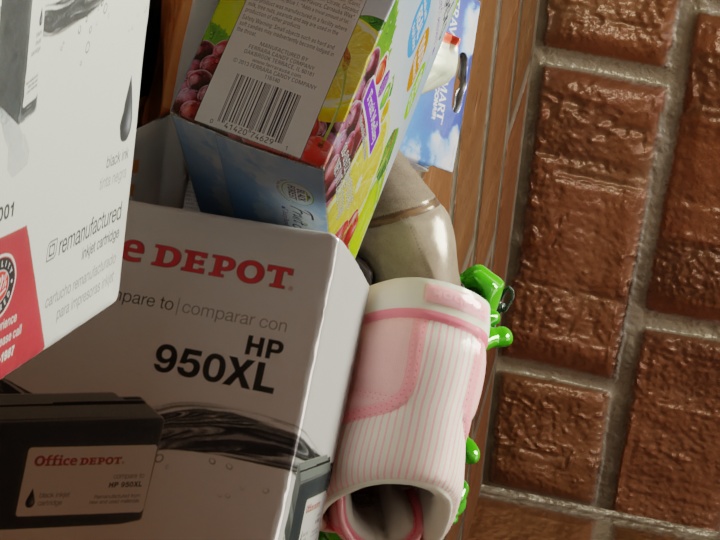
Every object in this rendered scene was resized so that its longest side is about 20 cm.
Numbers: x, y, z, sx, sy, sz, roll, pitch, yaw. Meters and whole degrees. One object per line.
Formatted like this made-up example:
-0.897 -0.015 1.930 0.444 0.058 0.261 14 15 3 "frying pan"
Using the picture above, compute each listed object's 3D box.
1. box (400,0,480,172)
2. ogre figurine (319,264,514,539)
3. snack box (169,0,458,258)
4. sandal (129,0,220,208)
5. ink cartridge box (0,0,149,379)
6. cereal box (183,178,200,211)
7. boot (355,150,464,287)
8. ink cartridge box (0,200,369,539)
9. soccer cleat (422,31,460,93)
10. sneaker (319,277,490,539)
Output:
0.000 -0.134 1.068 0.200 0.048 0.122 13 87 -58 "box"
0.021 0.088 0.952 0.200 0.098 0.120 -85 -164 -47 "ogre figurine"
-0.003 -0.109 0.714 0.169 0.067 0.200 87 23 -74 "snack box"
-0.095 -0.084 0.715 0.207 0.059 0.079 109 -19 -52 "sandal"
-0.120 -0.077 0.500 0.144 0.083 0.201 -46 145 -72 "ink cartridge box"
-0.076 -0.038 0.852 0.144 0.039 0.201 -162 -99 -82 "cereal box"
0.000 0.000 0.881 0.200 0.070 0.147 122 -54 -75 "boot"
-0.089 0.077 0.670 0.084 0.144 0.201 61 40 -75 "ink cartridge box"
-0.005 -0.110 0.965 0.078 0.069 0.200 -64 163 17 "soccer cleat"
-0.013 0.078 0.772 0.200 0.075 0.105 -30 -131 57 "sneaker"
